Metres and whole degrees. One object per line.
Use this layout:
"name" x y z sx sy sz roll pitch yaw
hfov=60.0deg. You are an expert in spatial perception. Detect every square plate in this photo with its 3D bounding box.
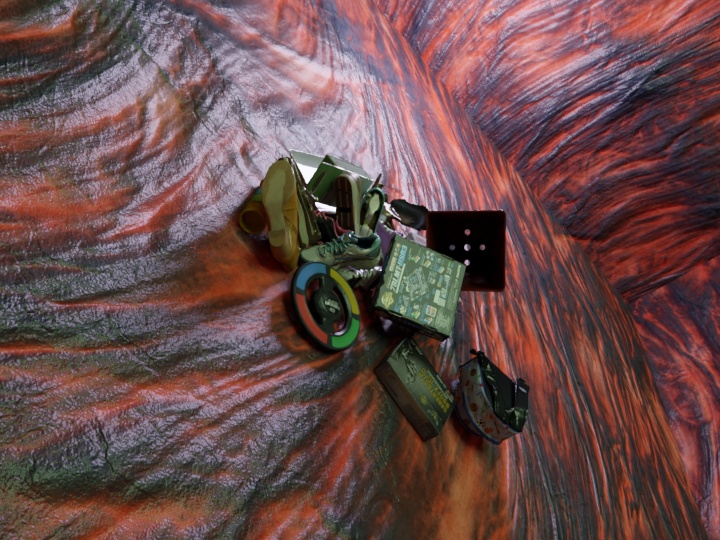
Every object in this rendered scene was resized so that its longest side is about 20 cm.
"square plate" -0.093 -0.218 1.634 0.199 0.028 0.200 -1 61 -56

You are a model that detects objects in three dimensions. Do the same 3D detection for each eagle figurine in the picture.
"eagle figurine" 0.086 -0.137 1.707 0.199 0.152 0.151 39 66 5

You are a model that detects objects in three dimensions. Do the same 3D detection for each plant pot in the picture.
"plant pot" 0.278 -0.057 1.636 0.176 0.197 0.203 -28 118 -77

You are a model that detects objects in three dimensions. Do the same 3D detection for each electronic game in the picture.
"electronic game" -0.071 0.074 1.320 0.199 0.041 0.202 31 45 -37

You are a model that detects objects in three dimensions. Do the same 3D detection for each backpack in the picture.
"backpack" 0.318 0.328 1.547 0.199 0.154 0.191 34 26 -22

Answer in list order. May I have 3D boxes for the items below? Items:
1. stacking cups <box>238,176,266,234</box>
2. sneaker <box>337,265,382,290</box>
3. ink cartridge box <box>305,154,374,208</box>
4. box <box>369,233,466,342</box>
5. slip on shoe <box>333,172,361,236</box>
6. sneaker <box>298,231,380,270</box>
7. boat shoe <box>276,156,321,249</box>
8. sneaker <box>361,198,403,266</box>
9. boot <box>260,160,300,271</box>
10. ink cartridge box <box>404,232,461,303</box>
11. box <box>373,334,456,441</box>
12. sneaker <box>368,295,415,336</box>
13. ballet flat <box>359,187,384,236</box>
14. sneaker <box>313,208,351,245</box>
"stacking cups" -0.210 -0.158 1.359 0.060 0.060 0.201 42 31 -21
"sneaker" 0.000 0.000 1.505 0.199 0.075 0.081 1 49 -56
"ink cartridge box" -0.067 -0.216 1.523 0.199 0.104 0.059 9 35 -52
"box" 0.139 0.040 1.483 0.196 0.050 0.202 21 64 -8
"slip on shoe" -0.029 -0.135 1.503 0.060 0.075 0.203 -31 125 -55
"sneaker" -0.046 -0.051 1.403 0.197 0.087 0.078 -7 50 -21
"boat shoe" -0.133 -0.154 1.381 0.074 0.074 0.205 -19 109 -26
"sneaker" 0.051 -0.106 1.612 0.073 0.113 0.203 60 19 -71
"boot" -0.162 -0.110 1.307 0.144 0.070 0.204 80 9 -72
"ink cartridge box" 0.183 0.010 1.746 0.144 0.087 0.202 21 41 -44
"box" 0.129 0.265 1.434 0.201 0.048 0.158 55 28 1
"sneaker" 0.114 0.108 1.506 0.197 0.077 0.086 14 47 -15
"ballet flat" 0.012 -0.117 1.545 0.066 0.070 0.203 16 76 1
"sneaker" -0.097 -0.116 1.452 0.200 0.095 0.079 41 33 -20
